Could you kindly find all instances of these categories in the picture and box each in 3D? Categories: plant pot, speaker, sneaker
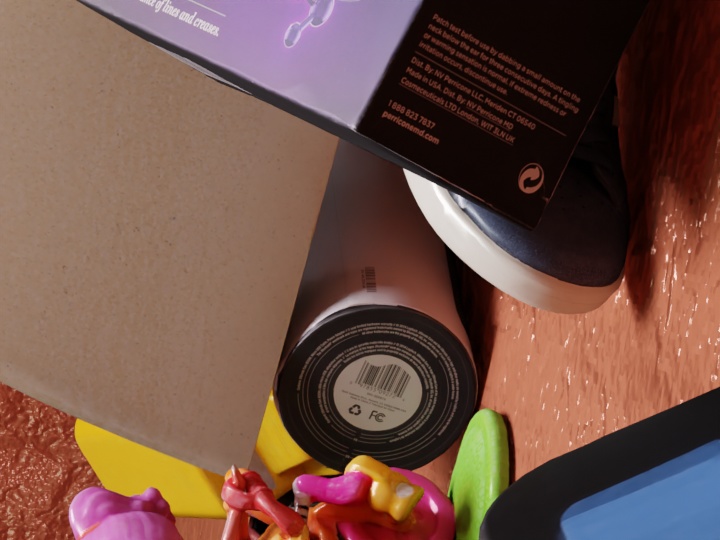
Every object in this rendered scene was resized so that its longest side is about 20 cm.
[{"bbox_3d":[-0.114,-0.055,1.118,0.200,0.177,0.200,-109,34,-73],"label":"plant pot"},{"bbox_3d":[0.000,0.000,1.148,0.200,0.081,0.081,-97,17,-62],"label":"speaker"},{"bbox_3d":[0.059,-0.081,0.871,0.085,0.075,0.200,-51,36,40],"label":"sneaker"}]

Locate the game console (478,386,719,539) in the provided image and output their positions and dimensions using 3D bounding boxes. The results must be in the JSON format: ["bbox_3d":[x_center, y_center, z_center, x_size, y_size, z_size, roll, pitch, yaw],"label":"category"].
[{"bbox_3d":[0.097,0.000,0.348,0.200,0.116,0.176,-106,25,-70],"label":"game console"}]

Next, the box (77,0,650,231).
[{"bbox_3d":[0.006,-0.113,0.842,0.200,0.079,0.141,28,89,55],"label":"box"}]

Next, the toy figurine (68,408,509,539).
[{"bbox_3d":[-0.043,0.123,0.966,0.150,0.184,0.200,107,168,-48],"label":"toy figurine"}]

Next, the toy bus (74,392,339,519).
[{"bbox_3d":[-0.066,0.075,1.304,0.065,0.078,0.200,60,158,-9],"label":"toy bus"}]

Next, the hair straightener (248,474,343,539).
[{"bbox_3d":[-0.028,0.109,1.287,0.077,0.041,0.200,-57,0,11],"label":"hair straightener"}]
